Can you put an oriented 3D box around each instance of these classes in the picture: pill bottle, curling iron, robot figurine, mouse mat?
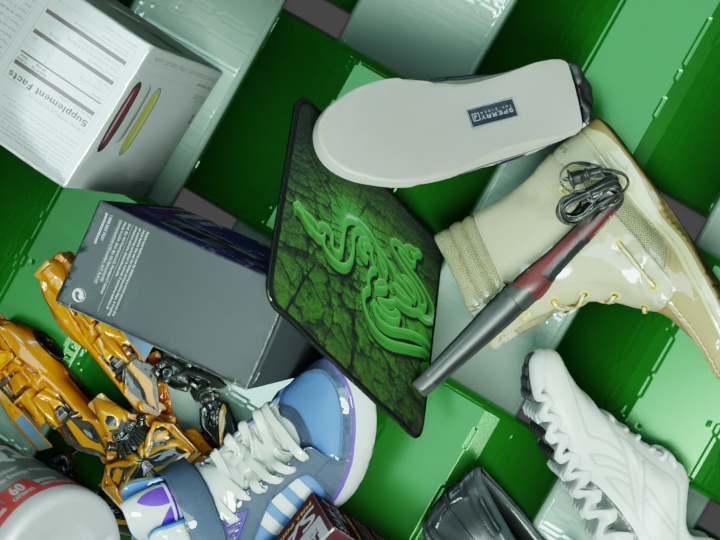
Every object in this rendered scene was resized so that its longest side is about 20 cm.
[{"bbox_3d":[-0.268,0.170,1.605,0.200,0.114,0.114,22,95,40],"label":"pill bottle"},{"bbox_3d":[0.104,0.005,1.549,0.050,0.026,0.200,37,100,-22],"label":"curling iron"},{"bbox_3d":[-0.182,0.093,1.654,0.145,0.058,0.200,-43,83,10],"label":"robot figurine"},{"bbox_3d":[0.000,0.000,1.534,0.008,0.200,0.161,-12,54,28],"label":"mouse mat"}]

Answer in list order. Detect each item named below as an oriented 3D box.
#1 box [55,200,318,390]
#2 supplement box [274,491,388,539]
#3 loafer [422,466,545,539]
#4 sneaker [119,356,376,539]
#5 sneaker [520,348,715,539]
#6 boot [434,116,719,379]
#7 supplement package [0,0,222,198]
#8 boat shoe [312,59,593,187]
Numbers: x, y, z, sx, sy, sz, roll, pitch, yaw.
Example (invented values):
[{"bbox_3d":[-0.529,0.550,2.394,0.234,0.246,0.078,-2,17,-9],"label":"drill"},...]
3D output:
[{"bbox_3d":[-0.101,0.015,1.568,0.141,0.200,0.079,26,95,9],"label":"box"},{"bbox_3d":[0.016,0.248,1.570,0.200,0.061,0.109,36,97,-25],"label":"supplement box"},{"bbox_3d":[0.132,0.217,1.593,0.200,0.068,0.070,42,106,11],"label":"loafer"},{"bbox_3d":[-0.086,0.142,1.561,0.081,0.146,0.200,56,134,31],"label":"sneaker"},{"bbox_3d":[0.173,0.134,1.581,0.081,0.075,0.200,-29,102,-1],"label":"sneaker"},{"bbox_3d":[0.158,0.018,1.586,0.155,0.073,0.200,-35,83,8],"label":"boot"},{"bbox_3d":[-0.205,-0.138,1.586,0.155,0.200,0.111,34,96,8],"label":"supplement package"},{"bbox_3d":[0.052,-0.089,1.559,0.199,0.093,0.075,-9,81,-22],"label":"boat shoe"}]
